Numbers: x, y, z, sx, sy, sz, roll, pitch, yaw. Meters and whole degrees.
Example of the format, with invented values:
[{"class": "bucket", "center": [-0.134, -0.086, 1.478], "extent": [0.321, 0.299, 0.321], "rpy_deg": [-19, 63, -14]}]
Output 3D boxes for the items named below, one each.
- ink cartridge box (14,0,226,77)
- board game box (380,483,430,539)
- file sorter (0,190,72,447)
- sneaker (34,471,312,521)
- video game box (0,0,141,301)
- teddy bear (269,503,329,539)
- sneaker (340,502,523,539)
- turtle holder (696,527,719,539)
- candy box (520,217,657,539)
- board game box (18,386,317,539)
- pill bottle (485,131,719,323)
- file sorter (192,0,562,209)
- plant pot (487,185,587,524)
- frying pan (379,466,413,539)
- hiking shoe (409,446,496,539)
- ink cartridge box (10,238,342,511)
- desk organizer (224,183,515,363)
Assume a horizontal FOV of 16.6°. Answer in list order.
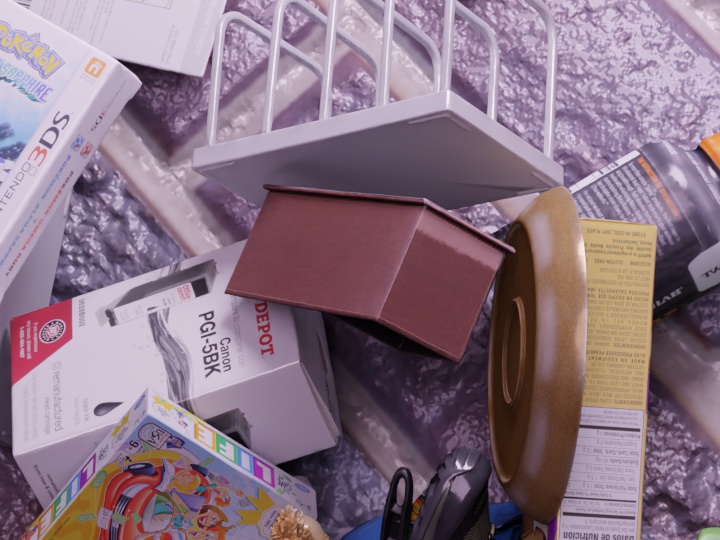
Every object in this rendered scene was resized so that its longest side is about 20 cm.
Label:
[{"class": "ink cartridge box", "center": [-0.160, -0.239, 1.780], "extent": [0.173, 0.044, 0.201], "rpy_deg": [13, 78, 14]}, {"class": "board game box", "center": [0.085, 0.238, 1.563], "extent": [0.200, 0.023, 0.105], "rpy_deg": [44, 120, 10]}, {"class": "file sorter", "center": [-0.295, 0.003, 1.694], "extent": [0.124, 0.139, 0.201], "rpy_deg": [6, 76, 17]}, {"class": "sneaker", "center": [-0.131, 0.149, 1.653], "extent": [0.199, 0.077, 0.082], "rpy_deg": [-13, 66, 8]}, {"class": "video game box", "center": [-0.272, -0.097, 1.619], "extent": [0.200, 0.047, 0.182], "rpy_deg": [30, 82, 23]}, {"class": "teddy bear", "center": [-0.028, 0.240, 1.518], "extent": [0.067, 0.200, 0.145], "rpy_deg": [-26, 59, -37]}, {"class": "sneaker", "center": [0.074, 0.178, 1.598], "extent": [0.199, 0.078, 0.066], "rpy_deg": [-4, 76, 12]}, {"class": "turtle holder", "center": [0.299, 0.137, 1.545], "extent": [0.131, 0.141, 0.186], "rpy_deg": [26, 41, 3]}, {"class": "candy box", "center": [0.137, 0.073, 1.496], "extent": [0.056, 0.117, 0.201], "rpy_deg": [5, 87, -6]}, {"class": "board game box", "center": [-0.141, 0.185, 1.586], "extent": [0.134, 0.034, 0.200], "rpy_deg": [33, 111, -20]}, {"class": "pill bottle", "center": [0.174, -0.015, 1.613], "extent": [0.200, 0.106, 0.106], "rpy_deg": [-30, 71, 2]}, {"class": "file sorter", "center": [0.014, -0.116, 1.621], "extent": [0.200, 0.139, 0.125], "rpy_deg": [-11, 65, 33]}, {"class": "plant pot", "center": [0.101, 0.049, 1.464], "extent": [0.027, 0.200, 0.201], "rpy_deg": [4, 75, -6]}, {"class": "frying pan", "center": [0.022, 0.228, 1.568], "extent": [0.115, 0.031, 0.190], "rpy_deg": [38, 123, 10]}, {"class": "hiking shoe", "center": [0.079, 0.198, 1.495], "extent": [0.100, 0.076, 0.201], "rpy_deg": [8, 117, 10]}, {"class": "ink cartridge box", "center": [-0.125, 0.071, 1.633], "extent": [0.199, 0.083, 0.147], "rpy_deg": [-19, 39, 6]}, {"class": "desk organizer", "center": [0.000, 0.000, 1.521], "extent": [0.200, 0.072, 0.077], "rpy_deg": [8, 73, 60]}]
